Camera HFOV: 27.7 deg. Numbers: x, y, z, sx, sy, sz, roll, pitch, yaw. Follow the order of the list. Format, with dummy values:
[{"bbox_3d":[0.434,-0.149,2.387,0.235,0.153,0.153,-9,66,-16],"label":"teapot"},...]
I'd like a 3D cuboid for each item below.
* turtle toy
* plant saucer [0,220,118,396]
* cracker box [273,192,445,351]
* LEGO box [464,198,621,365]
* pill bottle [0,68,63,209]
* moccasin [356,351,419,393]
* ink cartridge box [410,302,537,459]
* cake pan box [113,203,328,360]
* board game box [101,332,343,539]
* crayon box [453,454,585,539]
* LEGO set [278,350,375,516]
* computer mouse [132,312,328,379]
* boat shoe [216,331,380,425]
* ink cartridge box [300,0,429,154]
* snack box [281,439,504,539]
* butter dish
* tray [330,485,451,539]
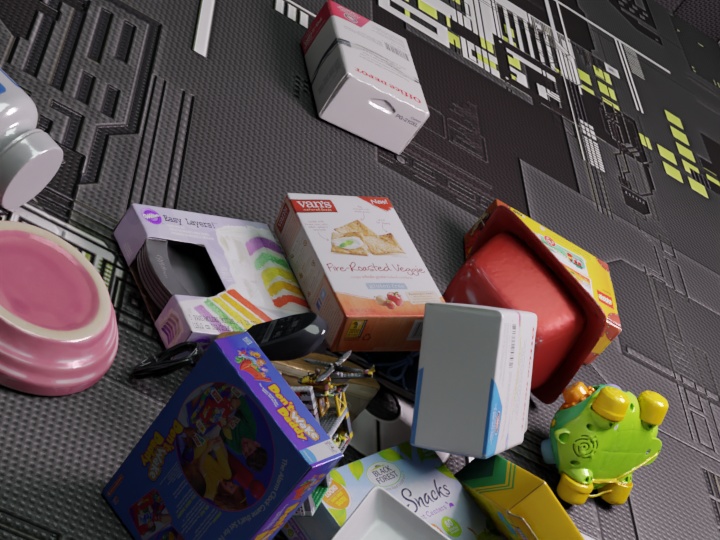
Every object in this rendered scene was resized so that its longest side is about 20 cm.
[{"bbox_3d":[0.290,0.193,1.721,0.199,0.147,0.101,8,20,-43],"label":"turtle toy"},{"bbox_3d":[-0.309,0.024,1.352,0.199,0.051,0.201,29,31,-19],"label":"plant saucer"},{"bbox_3d":[0.000,0.000,1.600,0.133,0.058,0.201,1,42,-29],"label":"cracker box"},{"bbox_3d":[0.242,0.014,1.951,0.199,0.077,0.150,29,31,-18],"label":"LEGO box"},{"bbox_3d":[-0.392,-0.158,1.445,0.200,0.112,0.112,44,30,9],"label":"pill bottle"},{"bbox_3d":[0.073,0.101,1.631,0.199,0.081,0.068,28,9,-17],"label":"moccasin"},{"bbox_3d":[0.121,0.109,1.506,0.084,0.146,0.200,6,0,18],"label":"ink cartridge box"},{"bbox_3d":[-0.150,0.019,1.538,0.199,0.052,0.185,9,39,-42],"label":"cake pan box"},{"bbox_3d":[-0.119,0.170,1.212,0.135,0.200,0.045,50,31,19],"label":"board game box"},{"bbox_3d":[0.171,0.256,1.428,0.127,0.051,0.200,56,-9,-12],"label":"crayon box"},{"bbox_3d":[-0.086,0.135,1.328,0.152,0.117,0.200,1,23,27],"label":"LEGO set"},{"bbox_3d":[-0.122,0.081,1.375,0.059,0.198,0.034,-65,138,-64],"label":"computer mouse"},{"bbox_3d":[-0.070,0.117,1.472,0.199,0.070,0.074,20,13,-35],"label":"boat shoe"},{"bbox_3d":[0.005,-0.276,2.076,0.144,0.085,0.201,22,33,-27],"label":"ink cartridge box"},{"bbox_3d":[0.039,0.260,1.399,0.169,0.068,0.199,51,31,20],"label":"snack box"},{"bbox_3d":[0.160,0.064,1.721,0.147,0.200,0.200,-27,66,-33],"label":"butter dish"},{"bbox_3d":[-0.003,0.292,1.268,0.107,0.022,0.200,36,60,11],"label":"tray"}]
